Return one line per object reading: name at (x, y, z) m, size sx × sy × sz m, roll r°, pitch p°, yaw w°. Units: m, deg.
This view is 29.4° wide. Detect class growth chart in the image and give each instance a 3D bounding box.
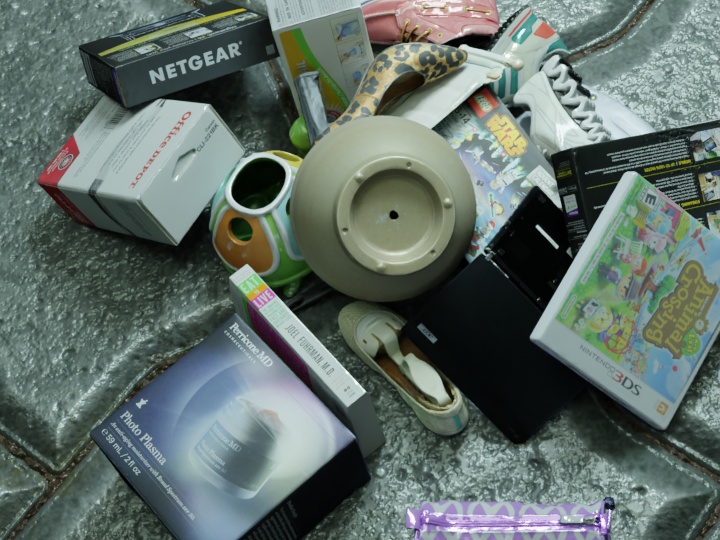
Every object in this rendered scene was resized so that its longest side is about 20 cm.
growth chart at (0.073, -0.188, 1.538) m, size 0.200 × 0.018 × 0.145 m, roll -40°, pitch 30°, yaw -5°

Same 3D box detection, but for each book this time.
book at (-0.058, 0.095, 1.431) m, size 0.048 × 0.134 × 0.200 m, roll -38°, pitch 62°, yaw -12°

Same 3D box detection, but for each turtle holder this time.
turtle holder at (-0.085, -0.075, 1.532) m, size 0.185 × 0.132 × 0.141 m, roll -36°, pitch 61°, yaw -11°

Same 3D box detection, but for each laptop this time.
laptop at (0.176, 0.045, 1.443) m, size 0.177 × 0.103 × 0.200 m, roll 45°, pitch 49°, yaw -5°

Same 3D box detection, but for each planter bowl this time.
planter bowl at (0.030, -0.059, 1.409) m, size 0.200 × 0.135 × 0.200 m, roll -1°, pitch 96°, yaw -5°

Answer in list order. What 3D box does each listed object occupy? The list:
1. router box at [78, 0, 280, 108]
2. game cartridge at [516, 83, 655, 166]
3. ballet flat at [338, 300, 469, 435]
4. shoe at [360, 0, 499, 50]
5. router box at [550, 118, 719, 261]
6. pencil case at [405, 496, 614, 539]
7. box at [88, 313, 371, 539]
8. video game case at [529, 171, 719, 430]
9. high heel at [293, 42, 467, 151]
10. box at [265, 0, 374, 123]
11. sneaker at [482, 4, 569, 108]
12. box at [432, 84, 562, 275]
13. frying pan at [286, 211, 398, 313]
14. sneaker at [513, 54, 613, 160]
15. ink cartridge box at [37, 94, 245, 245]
router box at (-0.218, -0.262, 1.638) m, size 0.200 × 0.052 × 0.157 m, roll -22°, pitch 26°, yaw -19°
game cartridge at (0.271, -0.127, 1.558) m, size 0.133 × 0.041 × 0.200 m, roll -40°, pitch 62°, yaw -9°
ballet flat at (0.047, 0.090, 1.458) m, size 0.067 × 0.062 × 0.200 m, roll -39°, pitch 62°, yaw -12°
shoe at (0.071, -0.293, 1.662) m, size 0.200 × 0.071 × 0.091 m, roll -8°, pitch 54°, yaw 0°
router box at (0.309, -0.070, 1.437) m, size 0.200 × 0.051 × 0.149 m, roll -12°, pitch 90°, yaw -21°
pencil case at (0.148, 0.262, 1.332) m, size 0.200 × 0.086 × 0.084 m, roll -3°, pitch 59°, yaw 9°
box at (-0.131, 0.188, 1.400) m, size 0.198 × 0.123 × 0.200 m, roll -40°, pitch 63°, yaw -14°
video game case at (0.288, 0.032, 1.386) m, size 0.182 × 0.022 × 0.200 m, roll 35°, pitch 80°, yaw -21°
high heel at (0.036, -0.171, 1.510) m, size 0.200 × 0.071 × 0.143 m, roll -15°, pitch 67°, yaw -2°
box at (-0.041, -0.259, 1.585) m, size 0.101 × 0.200 × 0.113 m, roll -15°, pitch 56°, yaw 2°
sneaker at (0.165, -0.208, 1.599) m, size 0.093 × 0.070 × 0.200 m, roll 37°, pitch 86°, yaw -7°
box at (0.142, -0.090, 1.517) m, size 0.137 × 0.040 × 0.200 m, roll -35°, pitch 76°, yaw 0°
frying pan at (0.012, 0.006, 1.523) m, size 0.115 × 0.031 × 0.190 m, roll 34°, pitch 80°, yaw 39°
sneaker at (0.238, -0.140, 1.519) m, size 0.081 × 0.075 × 0.200 m, roll -33°, pitch 64°, yaw 18°
ink cartridge box at (-0.251, -0.120, 1.571) m, size 0.200 × 0.084 × 0.144 m, roll 12°, pitch 61°, yaw 45°
